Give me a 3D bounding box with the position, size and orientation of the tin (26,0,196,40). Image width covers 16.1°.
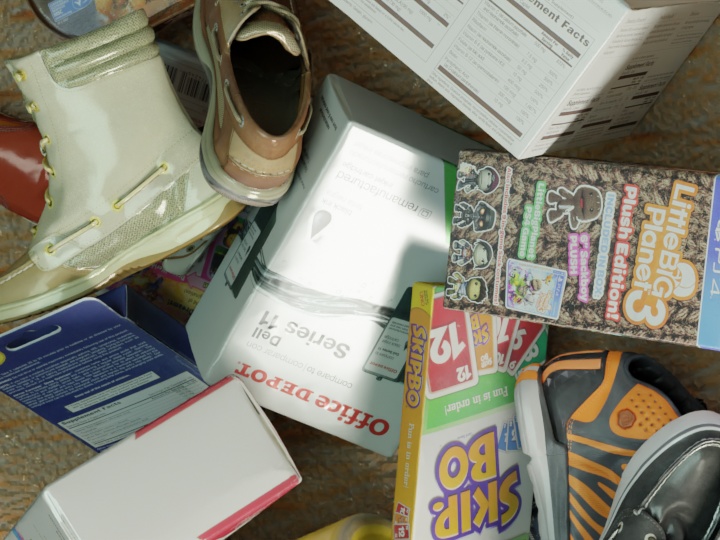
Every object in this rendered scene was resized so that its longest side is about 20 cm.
[{"bbox_3d":[-0.133,-0.223,1.693,0.200,0.042,0.112,-24,90,17],"label":"tin"}]

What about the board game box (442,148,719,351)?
[{"bbox_3d":[0.177,-0.012,1.497,0.200,0.159,0.097,8,94,39],"label":"board game box"}]

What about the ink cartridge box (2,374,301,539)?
[{"bbox_3d":[-0.139,0.155,1.607,0.086,0.148,0.200,55,157,6],"label":"ink cartridge box"}]

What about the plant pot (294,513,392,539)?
[{"bbox_3d":[-0.034,0.258,1.625,0.189,0.201,0.201,-37,81,26],"label":"plant pot"}]

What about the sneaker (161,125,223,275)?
[{"bbox_3d":[-0.098,-0.049,1.668,0.200,0.073,0.085,-16,104,16],"label":"sneaker"}]

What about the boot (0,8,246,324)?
[{"bbox_3d":[-0.190,-0.063,1.609,0.200,0.072,0.155,-25,99,14],"label":"boot"}]

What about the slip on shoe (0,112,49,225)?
[{"bbox_3d":[-0.243,-0.075,1.748,0.200,0.061,0.074,26,105,25],"label":"slip on shoe"}]

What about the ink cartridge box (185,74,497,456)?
[{"bbox_3d":[0.000,0.000,1.613,0.147,0.083,0.200,23,110,-20],"label":"ink cartridge box"}]

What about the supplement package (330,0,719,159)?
[{"bbox_3d":[0.103,-0.163,1.519,0.156,0.200,0.111,41,110,14],"label":"supplement package"}]

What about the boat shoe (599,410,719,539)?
[{"bbox_3d":[0.163,0.175,1.489,0.070,0.066,0.200,34,101,-16],"label":"boat shoe"}]

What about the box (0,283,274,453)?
[{"bbox_3d":[-0.162,0.068,1.676,0.121,0.200,0.032,-22,54,24],"label":"box"}]

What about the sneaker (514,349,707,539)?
[{"bbox_3d":[0.167,0.145,1.546,0.112,0.078,0.200,-12,97,18],"label":"sneaker"}]

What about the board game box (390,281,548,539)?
[{"bbox_3d":[0.067,0.109,1.575,0.030,0.096,0.200,13,99,53],"label":"board game box"}]

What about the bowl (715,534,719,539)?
[{"bbox_3d":[0.290,0.192,1.515,0.201,0.105,0.201,1,108,4],"label":"bowl"}]

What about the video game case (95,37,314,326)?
[{"bbox_3d":[-0.082,-0.039,1.713,0.200,0.024,0.182,22,105,19],"label":"video game case"}]

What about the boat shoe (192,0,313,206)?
[{"bbox_3d":[-0.059,-0.135,1.582,0.072,0.076,0.200,122,149,-50],"label":"boat shoe"}]

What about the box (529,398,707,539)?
[{"bbox_3d":[0.140,0.179,1.629,0.159,0.046,0.200,1,97,24],"label":"box"}]
